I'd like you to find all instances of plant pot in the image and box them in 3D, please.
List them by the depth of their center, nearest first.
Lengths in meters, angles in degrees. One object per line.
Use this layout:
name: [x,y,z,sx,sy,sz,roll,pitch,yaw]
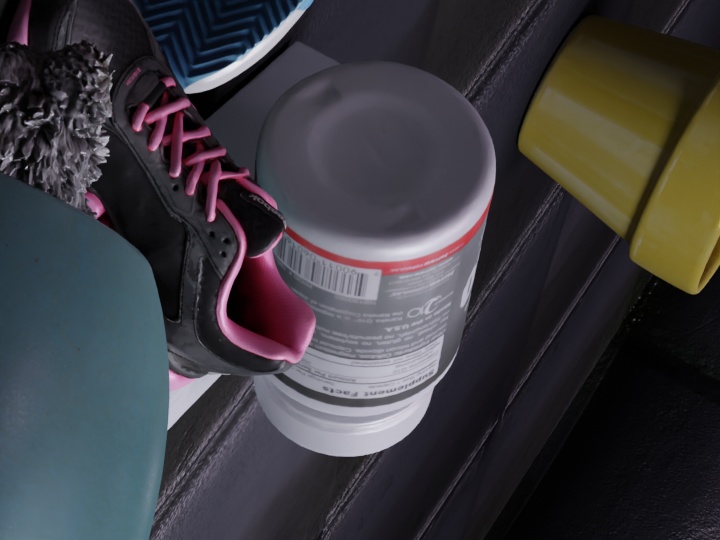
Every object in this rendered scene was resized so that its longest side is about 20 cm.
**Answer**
plant pot: [-0.151,0.049,0.810,0.201,0.200,0.161,73,37,-74]
plant pot: [0.241,-0.111,2.104,0.201,0.188,0.201,-56,167,-20]

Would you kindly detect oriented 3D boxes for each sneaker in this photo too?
sneaker: [-0.072,-0.036,1.027,0.079,0.095,0.200,-50,132,-39]
sneaker: [-0.032,-0.154,1.110,0.200,0.076,0.081,-56,170,-13]

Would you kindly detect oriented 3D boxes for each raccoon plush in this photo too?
raccoon plush: [-0.109,0.007,0.932,0.097,0.200,0.134,-13,139,-36]

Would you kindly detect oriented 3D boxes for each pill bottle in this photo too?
pill bottle: [0.000,0.000,1.273,0.114,0.114,0.200,-54,165,-32]

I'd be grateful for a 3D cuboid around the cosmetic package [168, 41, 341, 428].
cosmetic package: [-0.076,-0.010,1.321,0.200,0.052,0.151,-46,163,-51]
